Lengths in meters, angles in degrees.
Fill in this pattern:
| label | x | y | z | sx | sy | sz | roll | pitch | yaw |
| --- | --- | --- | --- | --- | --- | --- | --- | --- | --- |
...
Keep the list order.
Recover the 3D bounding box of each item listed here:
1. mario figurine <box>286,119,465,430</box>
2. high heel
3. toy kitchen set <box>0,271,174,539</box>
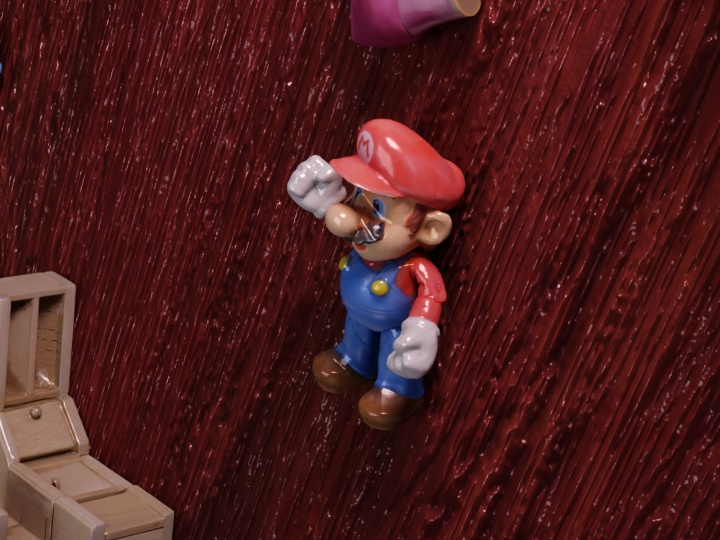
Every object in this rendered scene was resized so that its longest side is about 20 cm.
| label | x | y | z | sx | sy | sz | roll | pitch | yaw |
| --- | --- | --- | --- | --- | --- | --- | --- | --- | --- |
| mario figurine | 0.000 | 0.000 | 1.205 | 0.123 | 0.106 | 0.201 | 12 | 118 | 12 |
| high heel | 0.010 | -0.241 | 1.184 | 0.096 | 0.067 | 0.201 | -10 | 102 | 39 |
| toy kitchen set | -0.265 | 0.126 | 1.498 | 0.199 | 0.162 | 0.182 | 26 | 116 | 44 |
